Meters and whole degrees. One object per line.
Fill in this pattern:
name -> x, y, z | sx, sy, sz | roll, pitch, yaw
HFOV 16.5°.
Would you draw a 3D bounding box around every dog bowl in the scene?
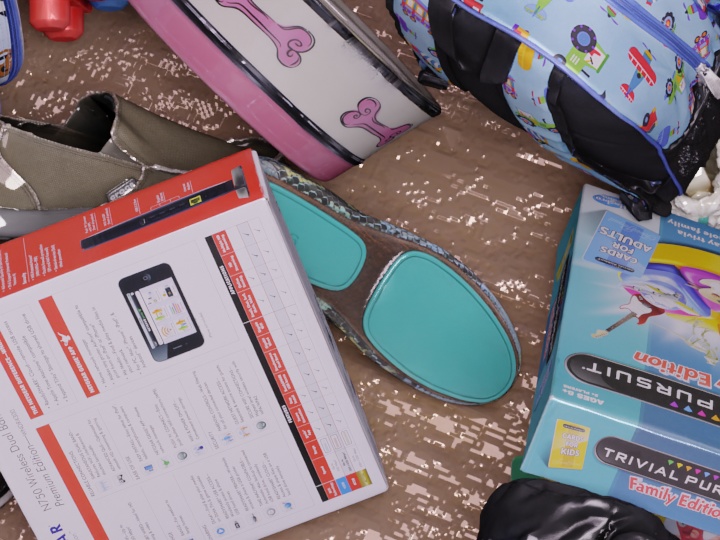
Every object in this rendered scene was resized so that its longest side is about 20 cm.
dog bowl -> -0.052, -0.129, 1.314 | 0.074, 0.200, 0.200 | -45, 71, 7

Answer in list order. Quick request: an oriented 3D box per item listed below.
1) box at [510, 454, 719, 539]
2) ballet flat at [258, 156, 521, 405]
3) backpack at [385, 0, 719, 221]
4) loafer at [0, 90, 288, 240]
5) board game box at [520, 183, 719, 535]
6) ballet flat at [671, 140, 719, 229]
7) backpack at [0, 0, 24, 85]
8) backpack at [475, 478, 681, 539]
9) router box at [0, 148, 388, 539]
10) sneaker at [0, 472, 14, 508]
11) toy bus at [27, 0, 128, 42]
box -> 0.131, 0.191, 1.256 | 0.117, 0.048, 0.201 | -2, 74, 9
ballet flat -> 0.000, 0.000, 1.312 | 0.200, 0.074, 0.074 | 37, 79, -20
backpack -> 0.098, -0.132, 1.207 | 0.182, 0.200, 0.135 | 34, 91, 20
loafer -> -0.121, -0.057, 1.314 | 0.075, 0.199, 0.070 | 26, 116, 53
board game box -> 0.165, 0.046, 1.214 | 0.150, 0.047, 0.200 | 18, 32, -1
ballet flat -> 0.160, -0.112, 1.325 | 0.072, 0.072, 0.201 | -18, 78, 3
backpack -> -0.266, -0.131, 1.332 | 0.154, 0.200, 0.190 | -30, 43, -18
backpack -> 0.086, 0.209, 1.165 | 0.126, 0.167, 0.201 | 11, 78, 35
router box -> -0.101, 0.058, 1.257 | 0.179, 0.200, 0.049 | -20, 35, 2
sneaker -> -0.184, 0.055, 1.323 | 0.200, 0.090, 0.070 | -44, 71, -7
toy bus -> -0.162, -0.230, 1.361 | 0.135, 0.200, 0.193 | 0, 80, 9
